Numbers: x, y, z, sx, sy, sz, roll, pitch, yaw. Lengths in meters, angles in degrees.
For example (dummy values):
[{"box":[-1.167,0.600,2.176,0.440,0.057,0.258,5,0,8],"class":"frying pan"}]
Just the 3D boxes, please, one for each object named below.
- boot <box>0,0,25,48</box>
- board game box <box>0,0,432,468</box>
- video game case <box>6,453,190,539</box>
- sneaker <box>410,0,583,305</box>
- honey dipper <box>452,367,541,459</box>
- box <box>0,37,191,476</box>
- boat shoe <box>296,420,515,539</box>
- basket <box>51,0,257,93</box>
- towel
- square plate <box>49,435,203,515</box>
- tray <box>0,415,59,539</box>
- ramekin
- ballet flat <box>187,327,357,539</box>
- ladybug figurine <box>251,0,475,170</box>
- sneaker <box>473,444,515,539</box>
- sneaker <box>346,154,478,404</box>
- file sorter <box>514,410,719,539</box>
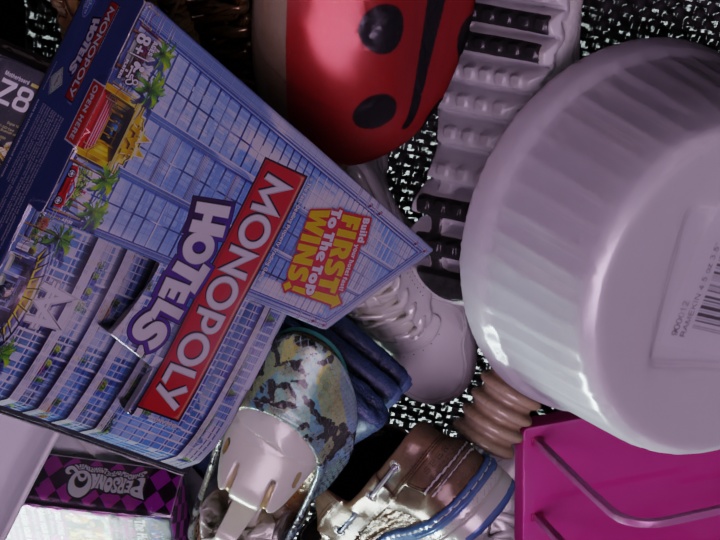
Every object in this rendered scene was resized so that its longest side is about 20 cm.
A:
[{"box":[-0.188,-0.082,1.180,0.079,0.211,0.159,-9,78,-2],"class":"boot"},{"box":[-0.075,-0.005,1.127,0.199,0.062,0.201,23,97,-34],"class":"board game box"},{"box":[-0.181,0.168,1.367,0.180,0.036,0.200,7,143,8],"class":"video game case"},{"box":[0.080,-0.083,1.252,0.075,0.081,0.201,22,107,36],"class":"sneaker"},{"box":[0.111,0.004,1.280,0.038,0.038,0.201,27,97,-9],"class":"honey dipper"},{"box":[-0.132,-0.004,1.161,0.199,0.049,0.162,22,102,-35],"class":"box"},{"box":[0.011,0.119,1.334,0.072,0.072,0.200,47,148,-7],"class":"boat shoe"},{"box":[-0.069,-0.180,1.168,0.148,0.143,0.201,-1,119,8],"class":"basket"},{"box":[-0.069,0.065,1.318,0.112,0.049,0.200,42,143,-17],"class":"towel"},{"box":[-0.199,0.109,1.350,0.197,0.029,0.200,-11,137,29],"class":"square plate"},{"box":[-0.235,0.048,1.274,0.200,0.022,0.108,37,112,19],"class":"tray"},{"box":[0.158,-0.006,1.210,0.200,0.098,0.201,-13,118,-27],"class":"ramekin"},{"box":[-0.050,0.108,1.256,0.074,0.074,0.200,14,143,-1],"class":"ballet flat"},{"box":[0.009,-0.139,1.176,0.072,0.135,0.201,17,104,35],"class":"ladybug figurine"},{"box":[0.074,0.178,1.377,0.075,0.092,0.201,20,119,-6],"class":"sneaker"},{"box":[0.000,0.000,1.284,0.078,0.100,0.200,-23,114,18],"class":"sneaker"},{"box":[0.171,0.184,1.314,0.138,0.125,0.201,-9,114,-18],"class":"file sorter"}]
